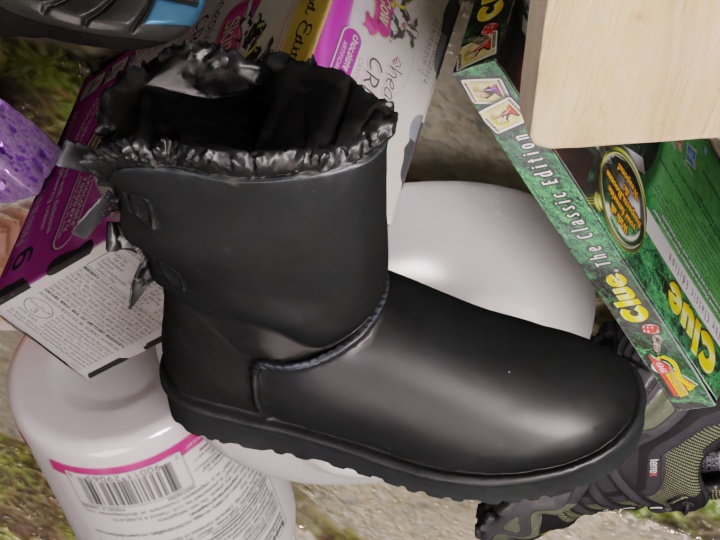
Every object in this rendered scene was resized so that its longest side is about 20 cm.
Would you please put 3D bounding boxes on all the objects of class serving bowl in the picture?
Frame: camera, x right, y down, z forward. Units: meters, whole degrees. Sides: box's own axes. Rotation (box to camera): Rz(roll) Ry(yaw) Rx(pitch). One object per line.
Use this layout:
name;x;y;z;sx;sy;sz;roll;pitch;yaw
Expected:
serving bowl;0.013;0.043;1.027;0.199;0.066;0.200;-10;151;-6

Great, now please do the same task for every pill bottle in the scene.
pill bottle;-0.096;0.105;1.183;0.113;0.114;0.200;4;141;19

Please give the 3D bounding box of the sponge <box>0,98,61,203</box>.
sponge;-0.224;-0.062;1.051;0.111;0.030;0.200;35;157;-25

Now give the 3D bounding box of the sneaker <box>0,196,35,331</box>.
sneaker;-0.180;-0.004;1.130;0.199;0.080;0.072;-20;107;18

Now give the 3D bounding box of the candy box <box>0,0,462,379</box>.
candy box;-0.056;-0.052;0.948;0.061;0.137;0.200;38;139;-25

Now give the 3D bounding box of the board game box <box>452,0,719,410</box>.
board game box;0.100;-0.047;0.912;0.023;0.105;0.200;-11;133;29

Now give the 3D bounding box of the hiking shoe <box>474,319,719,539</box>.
hiking shoe;0.124;0.093;1.102;0.100;0.076;0.200;23;149;-12

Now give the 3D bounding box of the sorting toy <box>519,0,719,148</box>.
sorting toy;0.150;-0.145;0.728;0.198;0.070;0.201;-5;129;-10

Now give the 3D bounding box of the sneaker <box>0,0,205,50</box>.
sneaker;-0.152;-0.130;0.959;0.199;0.073;0.082;18;157;14

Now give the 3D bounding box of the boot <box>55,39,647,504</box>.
boot;0.001;-0.001;0.821;0.197;0.074;0.163;7;139;14
